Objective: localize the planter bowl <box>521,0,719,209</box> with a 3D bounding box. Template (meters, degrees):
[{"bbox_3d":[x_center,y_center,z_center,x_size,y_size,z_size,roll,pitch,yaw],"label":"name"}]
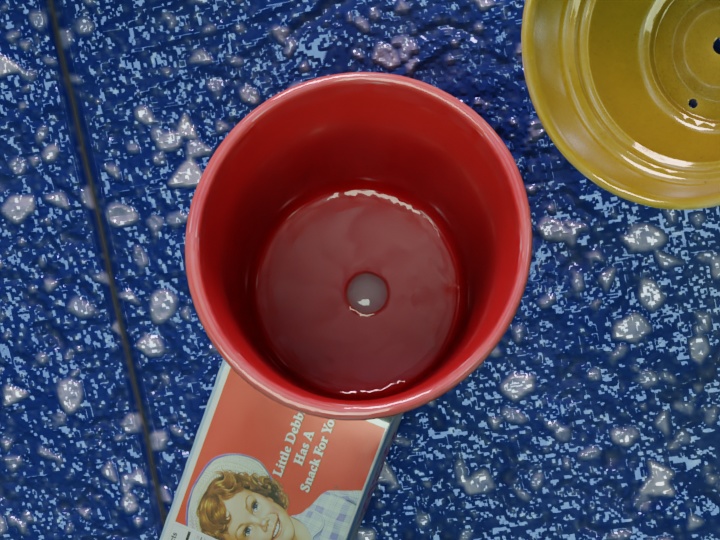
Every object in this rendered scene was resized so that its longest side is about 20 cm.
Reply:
[{"bbox_3d":[0.199,-0.134,1.720,0.199,0.083,0.202,-1,88,22],"label":"planter bowl"}]

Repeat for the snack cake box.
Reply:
[{"bbox_3d":[-0.058,0.150,1.883,0.114,0.067,0.201,23,110,6],"label":"snack cake box"}]

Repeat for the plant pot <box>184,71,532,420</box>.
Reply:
[{"bbox_3d":[0.000,0.000,1.744,0.199,0.177,0.202,0,79,0],"label":"plant pot"}]
